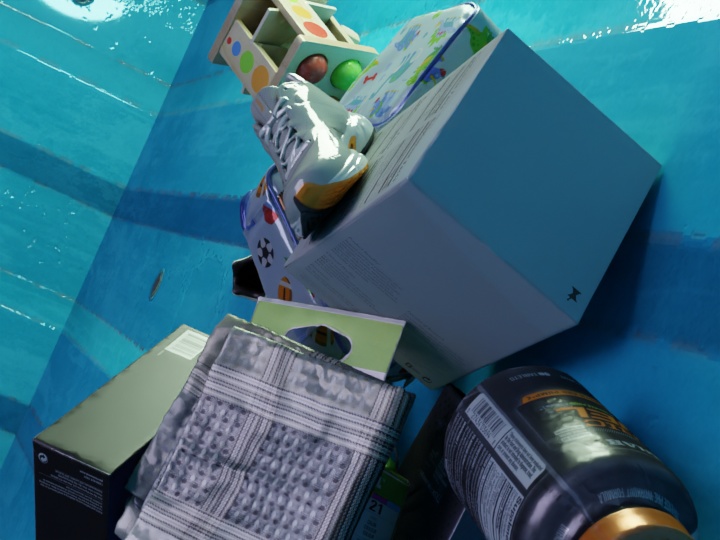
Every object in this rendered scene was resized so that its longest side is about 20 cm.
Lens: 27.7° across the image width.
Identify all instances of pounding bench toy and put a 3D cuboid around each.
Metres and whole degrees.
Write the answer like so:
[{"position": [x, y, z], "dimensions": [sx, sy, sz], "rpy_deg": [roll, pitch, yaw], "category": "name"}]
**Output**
[{"position": [-0.051, -0.254, 1.788], "dimensions": [0.156, 0.199, 0.124], "rpy_deg": [54, 125, 34], "category": "pounding bench toy"}]

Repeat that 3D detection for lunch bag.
[{"position": [0.054, -0.166, 1.382], "dimensions": [0.161, 0.082, 0.200], "rpy_deg": [-51, 17, -11], "category": "lunch bag"}, {"position": [0.000, 0.000, 1.192], "dimensions": [0.076, 0.160, 0.201], "rpy_deg": [-42, 65, 47], "category": "lunch bag"}]

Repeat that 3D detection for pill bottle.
[{"position": [0.122, 0.134, 0.821], "dimensions": [0.107, 0.106, 0.200], "rpy_deg": [-62, 19, 9], "category": "pill bottle"}]

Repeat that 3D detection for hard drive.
[{"position": [0.047, 0.193, 1.053], "dimensions": [0.201, 0.042, 0.135], "rpy_deg": [-63, 18, 8], "category": "hard drive"}]

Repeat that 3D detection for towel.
[{"position": [-0.077, 0.138, 1.027], "dimensions": [0.200, 0.035, 0.193], "rpy_deg": [19, 79, 40], "category": "towel"}]

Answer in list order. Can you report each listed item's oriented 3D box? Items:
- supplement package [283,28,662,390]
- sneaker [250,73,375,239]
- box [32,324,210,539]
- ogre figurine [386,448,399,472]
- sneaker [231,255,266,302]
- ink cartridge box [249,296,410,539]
[{"position": [0.076, -0.037, 1.043], "dimensions": [0.151, 0.152, 0.200], "rpy_deg": [-57, 12, -29], "category": "supplement package"}, {"position": [-0.047, -0.091, 1.076], "dimensions": [0.076, 0.092, 0.200], "rpy_deg": [-47, 11, 15], "category": "sneaker"}, {"position": [-0.172, 0.156, 1.180], "dimensions": [0.200, 0.079, 0.142], "rpy_deg": [-41, -34, -51], "category": "box"}, {"position": [-0.044, 0.154, 1.243], "dimensions": [0.200, 0.098, 0.120], "rpy_deg": [131, 131, -64], "category": "ogre figurine"}, {"position": [-0.042, 0.005, 1.329], "dimensions": [0.200, 0.080, 0.074], "rpy_deg": [-15, 75, 48], "category": "sneaker"}, {"position": [-0.037, 0.132, 1.076], "dimensions": [0.147, 0.076, 0.201], "rpy_deg": [8, 71, 37], "category": "ink cartridge box"}]
